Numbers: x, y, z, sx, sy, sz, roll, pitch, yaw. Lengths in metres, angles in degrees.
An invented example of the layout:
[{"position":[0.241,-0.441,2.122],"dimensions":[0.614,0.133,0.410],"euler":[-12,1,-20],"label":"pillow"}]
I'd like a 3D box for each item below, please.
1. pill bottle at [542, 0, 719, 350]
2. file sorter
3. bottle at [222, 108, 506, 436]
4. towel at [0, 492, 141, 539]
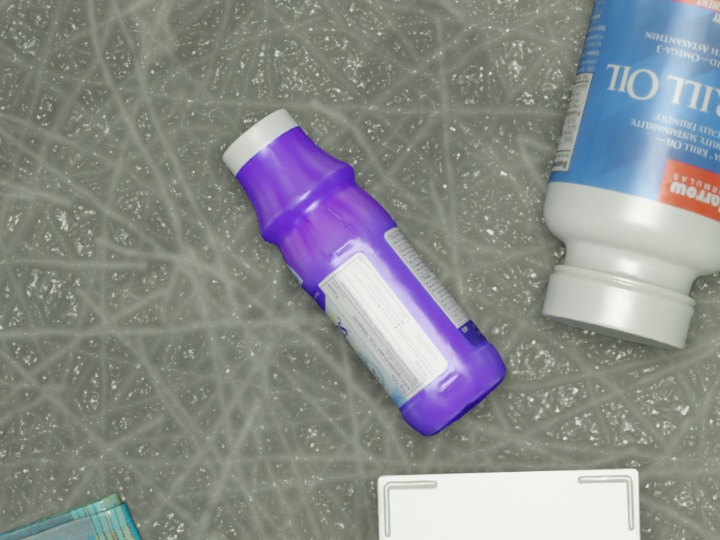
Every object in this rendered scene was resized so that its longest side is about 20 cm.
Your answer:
[{"position":[0.165,-0.062,1.379],"dimensions":[0.112,0.112,0.201],"euler":[13,87,4],"label":"pill bottle"},{"position":[0.084,0.211,1.356],"dimensions":[0.138,0.125,0.201],"euler":[-2,85,3],"label":"file sorter"},{"position":[0.000,0.000,1.396],"dimensions":[0.065,0.084,0.200],"euler":[-38,86,0],"label":"bottle"},{"position":[-0.172,0.243,1.418],"dimensions":[0.146,0.022,0.201],"euler":[-20,85,2],"label":"towel"}]
